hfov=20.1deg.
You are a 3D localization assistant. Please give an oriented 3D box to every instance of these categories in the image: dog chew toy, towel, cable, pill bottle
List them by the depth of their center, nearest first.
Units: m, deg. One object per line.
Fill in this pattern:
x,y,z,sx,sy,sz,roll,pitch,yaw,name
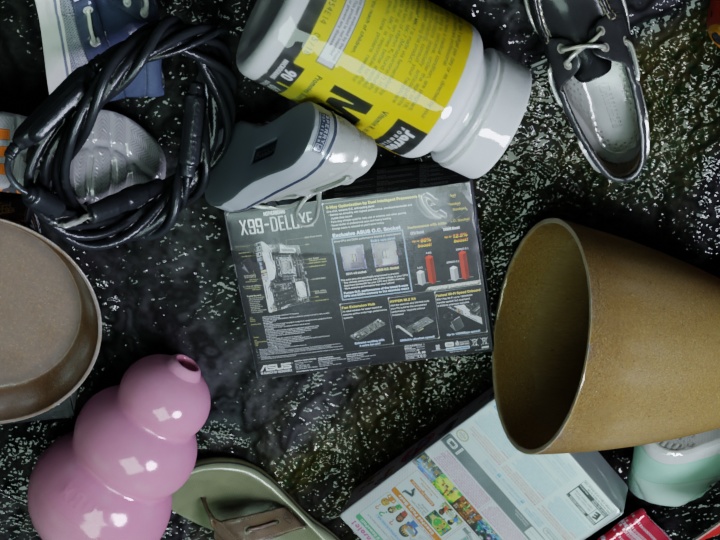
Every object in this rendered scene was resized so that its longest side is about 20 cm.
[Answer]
0.019,-0.153,1.504,0.200,0.114,0.114,26,120,-16,pill bottle
-0.160,-0.101,1.512,0.200,0.051,0.163,-46,136,-2,cable
-0.195,0.154,1.708,0.124,0.125,0.200,28,111,-17,dog chew toy
0.175,0.274,1.767,0.200,0.023,0.145,-35,158,5,towel

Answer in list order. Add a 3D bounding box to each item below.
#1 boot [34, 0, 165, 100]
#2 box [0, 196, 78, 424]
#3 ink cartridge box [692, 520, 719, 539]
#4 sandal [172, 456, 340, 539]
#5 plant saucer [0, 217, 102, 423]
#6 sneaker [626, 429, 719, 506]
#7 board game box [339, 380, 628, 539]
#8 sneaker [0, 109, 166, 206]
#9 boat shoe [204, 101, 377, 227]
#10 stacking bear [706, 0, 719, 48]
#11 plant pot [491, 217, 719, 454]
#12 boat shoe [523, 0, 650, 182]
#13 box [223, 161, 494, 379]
-0.195,-0.212,1.500,0.090,0.073,0.200,-6,132,-5,boot
-0.348,0.041,1.671,0.200,0.050,0.199,-7,121,3,box
0.387,0.177,1.689,0.176,0.200,0.045,-46,69,26,ink cartridge box
-0.086,0.232,1.791,0.201,0.057,0.080,35,116,-18,sandal
-0.305,0.033,1.620,0.200,0.035,0.201,-1,122,-1,plant saucer
0.321,0.147,1.741,0.200,0.074,0.118,-8,150,-13,sneaker
0.106,0.198,1.744,0.200,0.064,0.148,-38,97,21,board game box
-0.254,-0.091,1.574,0.200,0.112,0.078,9,88,-39,sneaker
-0.045,-0.078,1.537,0.086,0.075,0.202,21,161,-25,boat shoe
0.323,-0.141,1.520,0.114,0.121,0.200,-32,110,-11,stacking bear
0.232,0.061,1.625,0.200,0.187,0.187,6,124,-19,plant pot
0.173,-0.156,1.534,0.074,0.060,0.200,-14,122,10,boat shoe
0.000,0.000,1.637,0.200,0.050,0.158,-8,118,5,box
